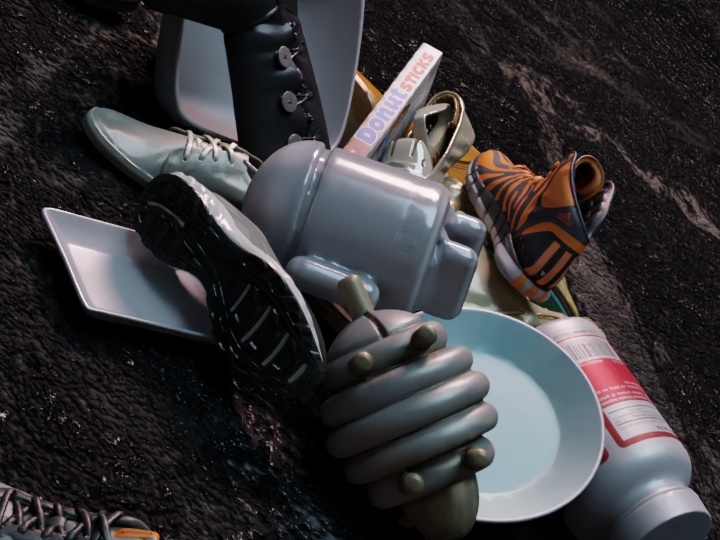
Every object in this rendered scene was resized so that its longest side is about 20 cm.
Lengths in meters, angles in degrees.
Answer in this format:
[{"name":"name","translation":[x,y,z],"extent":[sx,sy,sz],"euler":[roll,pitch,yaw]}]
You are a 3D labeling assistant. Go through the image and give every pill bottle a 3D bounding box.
[{"name":"pill bottle","translation":[0.191,0.143,1.558],"extent":[0.112,0.112,0.201],"euler":[12,36,-45]}]

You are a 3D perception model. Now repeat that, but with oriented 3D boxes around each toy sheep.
[{"name":"toy sheep","translation":[0.032,0.096,1.381],"extent":[0.138,0.137,0.202],"euler":[-10,81,-60]}]

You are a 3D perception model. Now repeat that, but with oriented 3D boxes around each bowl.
[{"name":"bowl","translation":[-0.096,-0.203,1.703],"extent":[0.199,0.202,0.074],"euler":[12,-7,-41]}]

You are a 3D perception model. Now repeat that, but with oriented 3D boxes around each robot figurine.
[{"name":"robot figurine","translation":[-0.007,-0.031,1.503],"extent":[0.198,0.114,0.170],"euler":[18,33,1]}]

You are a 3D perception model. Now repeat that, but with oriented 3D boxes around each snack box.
[{"name":"snack box","translation":[0.014,-0.115,1.709],"extent":[0.024,0.072,0.200],"euler":[29,48,7]}]

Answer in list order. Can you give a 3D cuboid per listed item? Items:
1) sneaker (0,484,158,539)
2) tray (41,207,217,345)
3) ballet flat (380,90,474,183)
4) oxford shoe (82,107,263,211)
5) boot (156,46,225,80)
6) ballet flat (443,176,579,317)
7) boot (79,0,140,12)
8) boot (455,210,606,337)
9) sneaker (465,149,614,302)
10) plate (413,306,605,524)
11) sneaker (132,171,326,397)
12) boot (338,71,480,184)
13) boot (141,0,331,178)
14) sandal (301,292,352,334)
[{"name":"sneaker","translation":[-0.160,0.153,1.068],"extent":[0.199,0.080,0.074],"euler":[32,26,-12]},{"name":"tray","translation":[-0.140,0.016,1.419],"extent":[0.199,0.022,0.108],"euler":[15,34,-43]},{"name":"ballet flat","translation":[0.046,-0.100,1.720],"extent":[0.067,0.063,0.200],"euler":[1,29,21]},{"name":"oxford shoe","translation":[-0.129,-0.085,1.566],"extent":[0.199,0.058,0.075],"euler":[28,29,-20]},{"name":"boot","translation":[-0.107,-0.205,1.785],"extent":[0.074,0.076,0.199],"euler":[51,28,21]},{"name":"ballet flat","translation":[0.133,-0.013,1.771],"extent":[0.200,0.071,0.071],"euler":[39,23,-17]},{"name":"boot","translation":[-0.249,-0.337,1.705],"extent":[0.210,0.158,0.080],"euler":[34,24,-11]},{"name":"boot","translation":[0.120,0.023,1.698],"extent":[0.199,0.073,0.156],"euler":[-7,59,-50]},{"name":"sneaker","translation":[0.161,-0.065,1.684],"extent":[0.077,0.112,0.201],"euler":[32,23,-30]},{"name":"plate","translation":[0.088,0.113,1.494],"extent":[0.198,0.026,0.201],"euler":[7,48,-8]},{"name":"sneaker","translation":[-0.080,0.007,1.408],"extent":[0.079,0.074,0.201],"euler":[11,36,-56]},{"name":"boot","translation":[0.046,-0.118,1.845],"extent":[0.144,0.071,0.202],"euler":[-17,72,-53]},{"name":"boot","translation":[-0.101,-0.156,1.617],"extent":[0.164,0.202,0.065],"euler":[-18,19,-38]},{"name":"sandal","translation":[0.000,0.000,1.605],"extent":[0.080,0.054,0.200],"euler":[36,24,-7]}]
